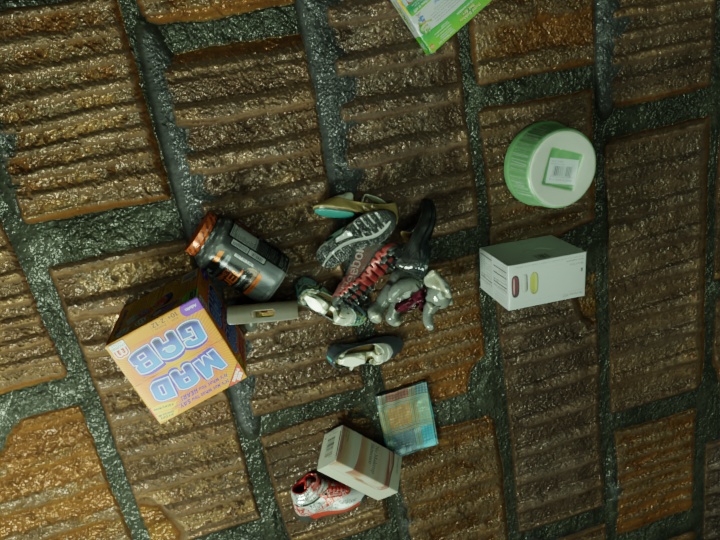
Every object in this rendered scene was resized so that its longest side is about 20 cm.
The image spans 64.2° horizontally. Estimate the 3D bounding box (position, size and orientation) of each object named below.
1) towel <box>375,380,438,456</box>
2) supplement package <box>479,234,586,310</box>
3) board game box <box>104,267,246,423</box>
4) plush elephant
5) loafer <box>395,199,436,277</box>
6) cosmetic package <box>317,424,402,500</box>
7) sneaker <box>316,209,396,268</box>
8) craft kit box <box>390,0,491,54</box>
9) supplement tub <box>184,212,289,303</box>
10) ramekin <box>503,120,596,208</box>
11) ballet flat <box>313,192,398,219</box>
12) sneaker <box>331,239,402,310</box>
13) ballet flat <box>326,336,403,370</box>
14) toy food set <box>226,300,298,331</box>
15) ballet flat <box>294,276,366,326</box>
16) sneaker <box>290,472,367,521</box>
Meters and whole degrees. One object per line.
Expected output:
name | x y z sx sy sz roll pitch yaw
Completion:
towel | 0.124 0.395 1.506 0.145 0.022 0.202 -15 110 -9
supplement package | 0.408 0.001 1.373 0.198 0.156 0.112 -10 111 -10
board game box | -0.376 0.149 1.208 0.198 0.200 0.201 -28 112 -3
plush elephant | 0.139 0.063 1.320 0.154 0.165 0.202 24 84 24
loafer | 0.125 -0.082 1.280 0.071 0.202 0.073 11 145 1
cosmetic package | 0.001 0.487 1.450 0.199 0.104 0.087 33 133 -22
sneaker | -0.010 -0.083 1.264 0.199 0.080 0.074 -27 110 18
craft kit box | 0.161 -0.593 1.180 0.200 0.049 0.198 -40 110 2
supplement tub | -0.261 -0.029 1.220 0.199 0.123 0.123 34 98 -20
ramekin | 0.445 -0.242 1.333 0.198 0.098 0.202 -4 108 -12
ballet flat | -0.009 -0.143 1.286 0.198 0.069 0.064 10 78 -19
sneaker | 0.000 0.000 1.309 0.201 0.098 0.071 -46 147 1
ballet flat | 0.016 0.205 1.393 0.198 0.073 0.074 -5 109 -12
toy food set | -0.205 0.101 1.239 0.142 0.200 0.061 -4 87 -7
ballet flat | -0.070 0.089 1.333 0.199 0.074 0.075 29 99 -19
sneaker | -0.081 0.572 1.490 0.199 0.067 0.109 -17 113 -5
